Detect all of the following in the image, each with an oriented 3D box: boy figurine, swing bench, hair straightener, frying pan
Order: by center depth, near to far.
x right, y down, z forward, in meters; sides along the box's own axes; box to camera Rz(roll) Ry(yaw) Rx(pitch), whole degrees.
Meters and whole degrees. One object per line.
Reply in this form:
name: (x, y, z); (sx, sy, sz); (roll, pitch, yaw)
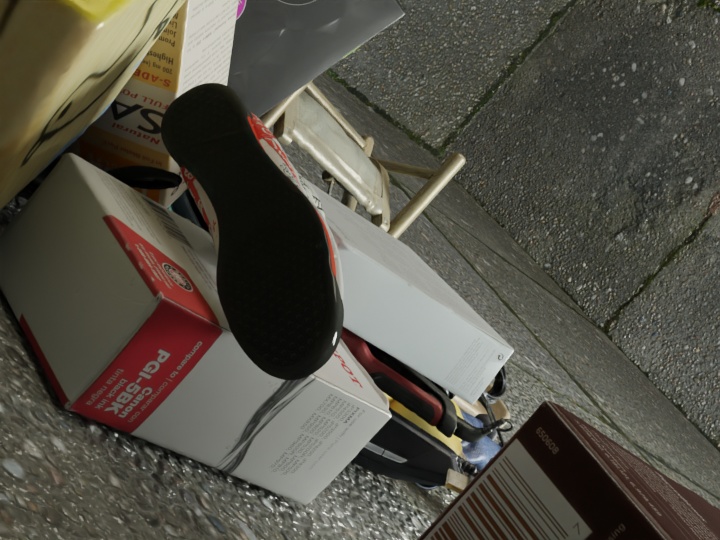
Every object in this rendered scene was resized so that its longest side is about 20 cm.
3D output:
frying pan: (-0.166, -0.049, 0.899); (0.190, 0.031, 0.115); (18, -11, 28)
hair straightener: (0.027, 0.057, 1.027); (0.200, 0.041, 0.077); (30, 33, 12)
boy figurine: (0.044, 0.114, 1.113); (0.200, 0.064, 0.124); (32, 14, -42)
swing bench: (-0.047, -0.077, 1.223); (0.130, 0.200, 0.199); (15, -21, 43)

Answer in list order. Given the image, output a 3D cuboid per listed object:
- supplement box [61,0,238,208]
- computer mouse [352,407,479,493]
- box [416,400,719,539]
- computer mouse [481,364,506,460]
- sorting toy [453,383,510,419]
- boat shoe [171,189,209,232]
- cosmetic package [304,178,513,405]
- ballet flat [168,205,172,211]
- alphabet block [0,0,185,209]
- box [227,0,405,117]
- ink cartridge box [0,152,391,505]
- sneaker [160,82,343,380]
supplement box: (-0.149, -0.153, 0.896); (0.126, 0.200, 0.074); (23, 40, 13)
computer mouse: (0.036, 0.133, 0.972); (0.200, 0.046, 0.140); (33, 0, -5)
box: (0.138, 0.206, 0.757); (0.200, 0.166, 0.164); (33, 12, -41)
computer mouse: (0.097, 0.134, 1.080); (0.059, 0.034, 0.200); (-11, 86, -50)
sorting toy: (0.040, 0.071, 1.401); (0.200, 0.036, 0.185); (33, 12, -23)
boat shoe: (-0.128, -0.092, 1.032); (0.062, 0.200, 0.075); (11, 32, 24)
cosmetic package: (0.000, 0.000, 0.983); (0.151, 0.052, 0.200); (35, 6, -27)
ballet flat: (-0.206, -0.076, 1.019); (0.064, 0.067, 0.200); (-6, 41, -39)
alphabet block: (-0.206, -0.164, 0.742); (0.196, 0.200, 0.195); (39, 41, -7)
box: (-0.083, -0.224, 1.095); (0.124, 0.148, 0.200); (56, -3, -29)
ink cartridge box: (-0.096, 0.038, 0.824); (0.200, 0.083, 0.147); (32, 13, -45)
sneaker: (-0.041, -0.007, 0.789); (0.202, 0.067, 0.108); (62, 6, 36)
